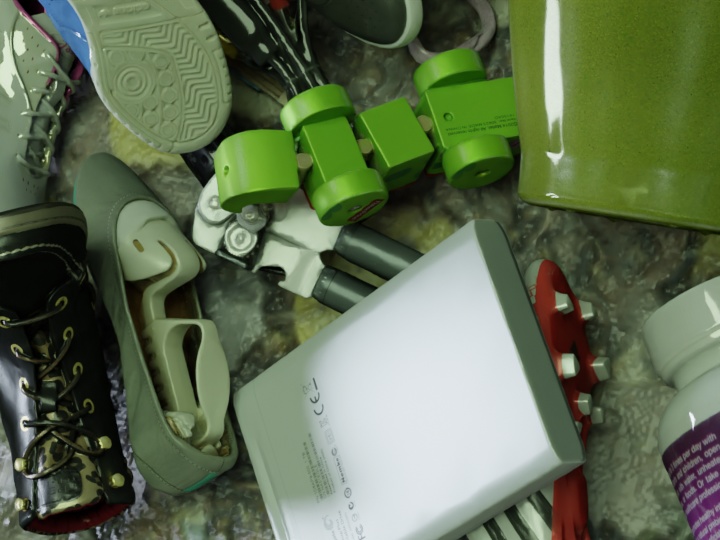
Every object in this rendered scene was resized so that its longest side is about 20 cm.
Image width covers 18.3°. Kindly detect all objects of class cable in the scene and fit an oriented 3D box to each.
[{"bbox_3d":[-0.039,-0.121,1.240,0.097,0.050,0.200,-39,86,7],"label":"cable"}]

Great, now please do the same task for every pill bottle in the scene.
[{"bbox_3d":[0.210,0.102,1.069,0.112,0.112,0.200,-26,70,12],"label":"pill bottle"}]

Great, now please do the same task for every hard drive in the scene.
[{"bbox_3d":[0.019,0.079,1.140,0.200,0.027,0.132,-37,63,39],"label":"hard drive"}]

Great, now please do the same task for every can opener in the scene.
[{"bbox_3d":[0.000,0.000,1.203,0.200,0.066,0.053,25,90,15],"label":"can opener"}]

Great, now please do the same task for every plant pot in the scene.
[{"bbox_3d":[0.155,-0.118,1.116,0.200,0.200,0.194,10,92,22],"label":"plant pot"}]

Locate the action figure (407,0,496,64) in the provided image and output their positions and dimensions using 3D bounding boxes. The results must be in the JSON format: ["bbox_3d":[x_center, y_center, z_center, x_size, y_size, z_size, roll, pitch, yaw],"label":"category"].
[{"bbox_3d":[0.007,-0.220,1.250,0.200,0.134,0.149,21,126,34],"label":"action figure"}]

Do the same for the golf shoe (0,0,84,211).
[{"bbox_3d":[-0.200,-0.099,1.287,0.091,0.075,0.201,-17,73,15],"label":"golf shoe"}]

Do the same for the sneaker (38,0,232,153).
[{"bbox_3d":[-0.142,-0.159,1.201,0.077,0.200,0.111,-37,27,5],"label":"sneaker"}]

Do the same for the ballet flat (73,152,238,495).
[{"bbox_3d":[-0.105,0.022,1.224,0.064,0.067,0.201,-25,72,41],"label":"ballet flat"}]

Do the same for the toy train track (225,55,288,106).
[{"bbox_3d":[-0.097,-0.149,1.285,0.200,0.033,0.115,38,91,23],"label":"toy train track"}]

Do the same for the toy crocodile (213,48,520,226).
[{"bbox_3d":[0.020,-0.066,1.181,0.200,0.062,0.068,-16,71,-20],"label":"toy crocodile"}]

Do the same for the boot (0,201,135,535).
[{"bbox_3d":[-0.166,0.055,1.179,0.073,0.200,0.151,-12,76,-10],"label":"boot"}]

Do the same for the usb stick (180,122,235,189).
[{"bbox_3d":[-0.128,-0.129,1.258,0.033,0.055,0.200,-34,82,-14],"label":"usb stick"}]

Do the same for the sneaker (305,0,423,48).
[{"bbox_3d":[-0.059,-0.180,1.162,0.200,0.099,0.071,48,130,7],"label":"sneaker"}]

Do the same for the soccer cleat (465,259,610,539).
[{"bbox_3d":[0.081,0.095,1.138,0.085,0.069,0.201,-5,85,25],"label":"soccer cleat"}]
